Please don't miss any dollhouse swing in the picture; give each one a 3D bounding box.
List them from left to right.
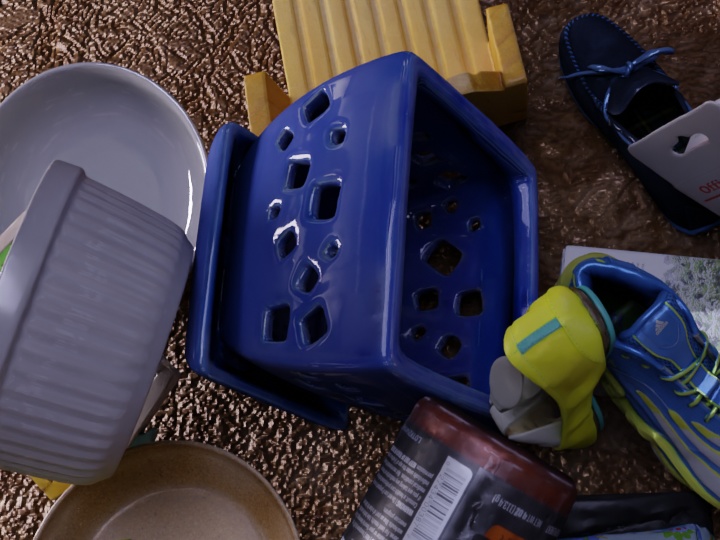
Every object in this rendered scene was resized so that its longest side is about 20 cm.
[{"bbox_3d":[0.012,-0.184,0.900,0.197,0.182,0.179,-13,84,7],"label":"dollhouse swing"}]

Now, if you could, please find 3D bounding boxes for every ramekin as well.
[{"bbox_3d":[-0.182,0.041,0.765,0.104,0.200,0.203,20,69,-11],"label":"ramekin"}]

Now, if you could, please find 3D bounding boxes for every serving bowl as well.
[{"bbox_3d":[-0.203,-0.056,0.923,0.197,0.066,0.204,0,88,9],"label":"serving bowl"}]

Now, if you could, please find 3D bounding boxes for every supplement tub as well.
[{"bbox_3d":[0.031,0.180,0.656,0.106,0.107,0.202,28,88,22],"label":"supplement tub"}]

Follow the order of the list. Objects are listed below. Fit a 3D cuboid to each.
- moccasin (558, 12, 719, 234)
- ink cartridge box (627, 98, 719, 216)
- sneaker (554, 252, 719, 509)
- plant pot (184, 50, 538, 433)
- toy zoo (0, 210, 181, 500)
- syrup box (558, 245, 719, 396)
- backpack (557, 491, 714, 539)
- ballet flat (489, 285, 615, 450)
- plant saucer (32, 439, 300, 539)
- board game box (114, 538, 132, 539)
[{"bbox_3d":[0.215,-0.124,0.875,0.080,0.068,0.201,-32,64,-3],"label":"moccasin"},{"bbox_3d":[0.286,-0.066,0.762,0.198,0.116,0.068,30,73,-9],"label":"ink cartridge box"},{"bbox_3d":[0.185,0.068,0.694,0.076,0.105,0.200,-46,72,3],"label":"sneaker"},{"bbox_3d":[0.000,0.000,0.786,0.178,0.199,0.203,-9,67,31],"label":"plant pot"},{"bbox_3d":[-0.224,0.073,0.875,0.131,0.020,0.200,-43,82,2],"label":"toy zoo"},{"bbox_3d":[0.228,0.043,0.790,0.197,0.082,0.080,5,69,16],"label":"syrup box"},{"bbox_3d":[0.147,0.235,0.701,0.160,0.154,0.204,-2,78,4],"label":"backpack"},{"bbox_3d":[0.107,0.068,0.704,0.066,0.201,0.067,-31,66,-7],"label":"ballet flat"},{"bbox_3d":[-0.127,0.215,0.779,0.197,0.036,0.203,-5,66,10],"label":"plant saucer"},{"bbox_3d":[-0.182,0.273,0.720,0.100,0.048,0.203,-7,66,9],"label":"board game box"}]
